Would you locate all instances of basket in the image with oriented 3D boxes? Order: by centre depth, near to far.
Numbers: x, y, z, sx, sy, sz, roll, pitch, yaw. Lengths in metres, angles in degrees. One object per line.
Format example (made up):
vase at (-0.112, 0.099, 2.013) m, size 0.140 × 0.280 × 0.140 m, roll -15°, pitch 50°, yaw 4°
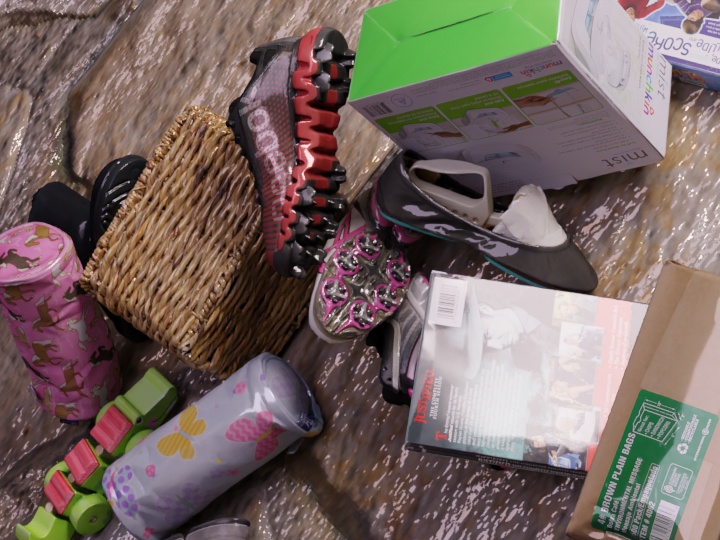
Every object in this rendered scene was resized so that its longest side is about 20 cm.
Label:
basket at (-0.122, -0.020, 1.330) m, size 0.148 × 0.142 × 0.201 m, roll 30°, pitch 89°, yaw 33°

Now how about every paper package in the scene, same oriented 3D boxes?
paper package at (0.245, 0.120, 1.019) m, size 0.103 × 0.190 × 0.202 m, roll 16°, pitch 80°, yaw 35°

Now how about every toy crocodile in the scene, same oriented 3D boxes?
toy crocodile at (-0.241, 0.176, 1.372) m, size 0.200 × 0.062 × 0.067 m, roll -50°, pitch 54°, yaw 3°

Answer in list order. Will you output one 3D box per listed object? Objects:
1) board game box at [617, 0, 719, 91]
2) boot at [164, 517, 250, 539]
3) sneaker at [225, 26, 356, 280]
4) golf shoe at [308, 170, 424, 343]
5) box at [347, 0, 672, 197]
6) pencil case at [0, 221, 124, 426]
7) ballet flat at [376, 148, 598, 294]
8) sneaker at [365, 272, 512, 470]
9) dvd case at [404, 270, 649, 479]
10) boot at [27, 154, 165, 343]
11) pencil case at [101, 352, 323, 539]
board game box at (0.258, -0.235, 1.258) m, size 0.199 × 0.034 × 0.137 m, roll 23°, pitch 84°, yaw 36°
boot at (-0.098, 0.266, 1.246) m, size 0.198 × 0.070 × 0.133 m, roll -15°, pitch 58°, yaw 21°
sneaker at (-0.062, -0.096, 1.206) m, size 0.097 × 0.071 × 0.203 m, roll 5°, pitch 90°, yaw 25°
golf shoe at (0.000, 0.000, 1.260) m, size 0.092 × 0.072 × 0.201 m, roll -41°, pitch 13°, yaw 41°
box at (0.122, -0.147, 1.197) m, size 0.198 × 0.176 × 0.098 m, roll -11°, pitch 58°, yaw 38°
pencil case at (-0.280, 0.049, 1.362) m, size 0.082 × 0.201 × 0.087 m, roll 23°, pitch 52°, yaw 31°
ballet flat at (0.105, -0.043, 1.204) m, size 0.198 × 0.068 × 0.069 m, roll 22°, pitch 122°, yaw 10°
sneaker at (0.065, 0.096, 1.214) m, size 0.087 × 0.074 × 0.201 m, roll -39°, pitch 50°, yaw 11°
dvd case at (0.141, 0.082, 1.139) m, size 0.197 × 0.022 × 0.148 m, roll 8°, pitch 65°, yaw 2°
boot at (-0.258, -0.045, 1.413) m, size 0.076 × 0.202 × 0.167 m, roll -31°, pitch 47°, yaw -34°
pencil case at (-0.128, 0.155, 1.295) m, size 0.199 × 0.091 × 0.084 m, roll -35°, pitch 51°, yaw 14°
